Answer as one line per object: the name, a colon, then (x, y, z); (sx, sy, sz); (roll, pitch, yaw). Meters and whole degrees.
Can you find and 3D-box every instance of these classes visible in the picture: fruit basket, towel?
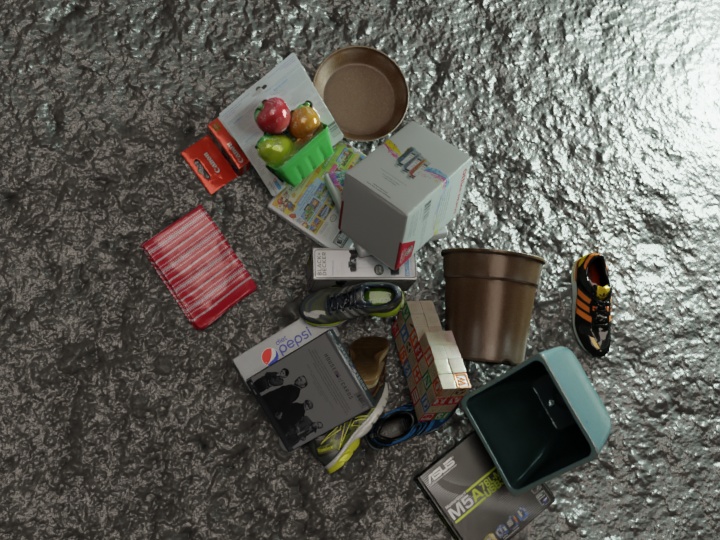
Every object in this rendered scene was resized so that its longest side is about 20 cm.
fruit basket: (-0.146, -0.270, 1.716); (0.185, 0.093, 0.201); (-42, 120, -11)
towel: (-0.302, -0.006, 1.728); (0.144, 0.023, 0.201); (-34, 85, -15)

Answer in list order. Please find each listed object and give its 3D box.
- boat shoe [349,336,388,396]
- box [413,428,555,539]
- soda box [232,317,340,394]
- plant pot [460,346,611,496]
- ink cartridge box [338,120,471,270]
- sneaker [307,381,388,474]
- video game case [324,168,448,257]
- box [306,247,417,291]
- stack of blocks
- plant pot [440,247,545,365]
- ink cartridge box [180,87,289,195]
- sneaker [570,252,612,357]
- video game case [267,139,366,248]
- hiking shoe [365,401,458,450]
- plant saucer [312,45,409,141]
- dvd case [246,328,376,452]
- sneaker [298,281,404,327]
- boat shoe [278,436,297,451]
boat shoe: (0.014, 0.182, 1.667); (0.071, 0.201, 0.073); (2, 110, 3)
box: (0.230, 0.405, 1.705); (0.198, 0.048, 0.195); (-34, 87, -15)
soda box: (-0.137, 0.146, 1.697); (0.198, 0.063, 0.069); (-32, 83, -13)
plant pot: (0.339, 0.254, 1.668); (0.199, 0.195, 0.199); (-16, 74, -55)
ink cartridge box: (0.079, -0.137, 1.642); (0.144, 0.147, 0.199); (35, 54, 21)
sneaker: (-0.021, 0.267, 1.670); (0.084, 0.074, 0.201); (38, 64, -6)
video game case: (0.046, -0.123, 1.736); (0.179, 0.024, 0.202); (-13, 55, -18)
box: (0.000, 0.000, 1.723); (0.196, 0.117, 0.061); (-1, 77, -8)
stack of blocks: (0.124, 0.155, 1.669); (0.057, 0.116, 0.203); (0, 53, -24)
plant pot: (0.237, 0.072, 1.713); (0.196, 0.200, 0.203); (7, 84, -7)
ink cartridge box: (-0.239, -0.250, 1.775); (0.199, 0.050, 0.110); (-37, 86, -15)
sneaker: (0.457, 0.065, 1.790); (0.068, 0.090, 0.204); (-2, 78, -9)
video game case: (-0.055, -0.153, 1.797); (0.180, 0.023, 0.202); (33, 76, 0)
hiking shoe: (0.104, 0.275, 1.693); (0.197, 0.087, 0.075); (-28, 83, -13)
plant saucer: (-0.002, -0.349, 1.840); (0.196, 0.037, 0.205); (2, 78, -8)
dvd case: (-0.088, 0.211, 1.593); (0.198, 0.025, 0.152); (-31, 91, 26)
sneaker: (-0.015, 0.052, 1.659); (0.196, 0.081, 0.075); (-11, 75, -4)
boat shoe: (-0.084, 0.239, 1.681); (0.069, 0.070, 0.203); (20, 92, -46)
